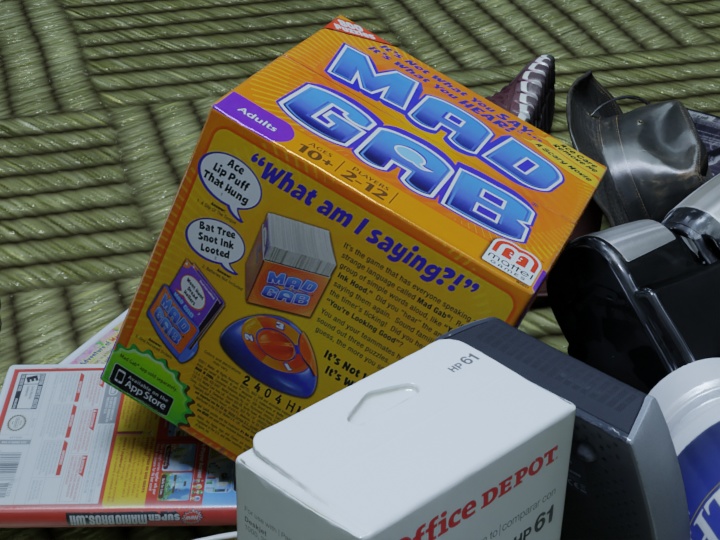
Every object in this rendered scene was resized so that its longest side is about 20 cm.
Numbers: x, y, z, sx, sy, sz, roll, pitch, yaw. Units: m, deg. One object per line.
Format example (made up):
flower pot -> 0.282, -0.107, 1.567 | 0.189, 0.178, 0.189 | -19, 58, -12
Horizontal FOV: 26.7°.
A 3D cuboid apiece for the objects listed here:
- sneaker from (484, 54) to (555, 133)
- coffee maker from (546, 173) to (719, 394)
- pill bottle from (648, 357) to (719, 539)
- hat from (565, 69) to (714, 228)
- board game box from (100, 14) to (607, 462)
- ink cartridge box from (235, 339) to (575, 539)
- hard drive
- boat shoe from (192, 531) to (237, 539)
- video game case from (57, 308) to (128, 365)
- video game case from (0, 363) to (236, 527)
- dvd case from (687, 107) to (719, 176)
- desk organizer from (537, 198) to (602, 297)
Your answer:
sneaker -> 0.110, -0.146, 1.384 | 0.115, 0.076, 0.200 | 7, 31, 17
coffee maker -> 0.252, 0.026, 1.006 | 0.200, 0.135, 0.192 | -27, 56, -27
pill bottle -> 0.230, 0.139, 0.839 | 0.119, 0.120, 0.200 | -6, 30, -12
hat -> 0.226, -0.072, 1.138 | 0.081, 0.201, 0.201 | -17, 24, 21
board game box -> 0.000, 0.000, 0.922 | 0.200, 0.200, 0.200 | 31, 31, 6
ink cartridge box -> 0.020, 0.153, 0.725 | 0.144, 0.200, 0.085 | -26, 39, -38
hard drive -> 0.112, 0.114, 0.796 | 0.135, 0.200, 0.042 | 27, 59, 37
boat shoe -> -0.145, 0.178, 0.808 | 0.200, 0.070, 0.071 | -7, 31, -13
video game case -> -0.090, 0.058, 1.070 | 0.182, 0.024, 0.200 | 15, 33, 24
video game case -> -0.134, 0.107, 0.951 | 0.200, 0.017, 0.143 | -1, 34, 1
dvd case -> 0.301, -0.094, 1.353 | 0.149, 0.016, 0.200 | 20, 34, 27
desk organizer -> 0.078, -0.026, 1.138 | 0.200, 0.077, 0.072 | -3, 24, -19
